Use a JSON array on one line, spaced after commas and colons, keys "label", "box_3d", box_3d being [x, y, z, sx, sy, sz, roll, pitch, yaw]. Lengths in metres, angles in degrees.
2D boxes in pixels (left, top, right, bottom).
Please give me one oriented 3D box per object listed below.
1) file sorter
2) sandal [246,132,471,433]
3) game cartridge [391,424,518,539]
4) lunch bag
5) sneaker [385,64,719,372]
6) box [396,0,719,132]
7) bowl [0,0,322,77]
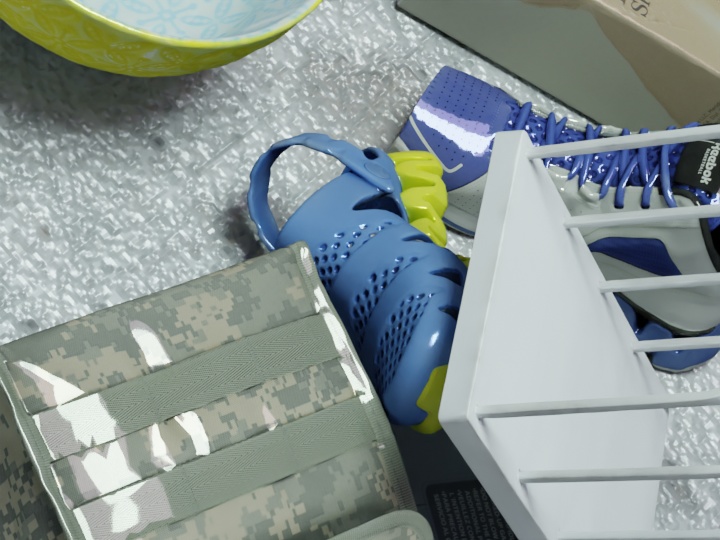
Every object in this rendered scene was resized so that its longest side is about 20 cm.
[{"label": "file sorter", "box_3d": [0.134, 0.054, 0.948, 0.200, 0.124, 0.139, 57, 38, -45]}, {"label": "sandal", "box_3d": [0.000, 0.000, 0.996, 0.087, 0.080, 0.200, 21, 19, -22]}, {"label": "game cartridge", "box_3d": [0.071, 0.159, 1.015, 0.133, 0.042, 0.201, 0, 65, -35]}, {"label": "lunch bag", "box_3d": [-0.063, 0.113, 0.914, 0.164, 0.118, 0.201, -19, 81, -36]}, {"label": "sneaker", "box_3d": [0.122, -0.044, 1.104, 0.199, 0.115, 0.081, 35, 51, -9]}, {"label": "box", "box_3d": [0.128, -0.137, 1.182, 0.199, 0.078, 0.095, 28, 55, -15]}, {"label": "bowl", "box_3d": [-0.113, -0.161, 1.037, 0.199, 0.108, 0.201, 14, 58, -24]}]
